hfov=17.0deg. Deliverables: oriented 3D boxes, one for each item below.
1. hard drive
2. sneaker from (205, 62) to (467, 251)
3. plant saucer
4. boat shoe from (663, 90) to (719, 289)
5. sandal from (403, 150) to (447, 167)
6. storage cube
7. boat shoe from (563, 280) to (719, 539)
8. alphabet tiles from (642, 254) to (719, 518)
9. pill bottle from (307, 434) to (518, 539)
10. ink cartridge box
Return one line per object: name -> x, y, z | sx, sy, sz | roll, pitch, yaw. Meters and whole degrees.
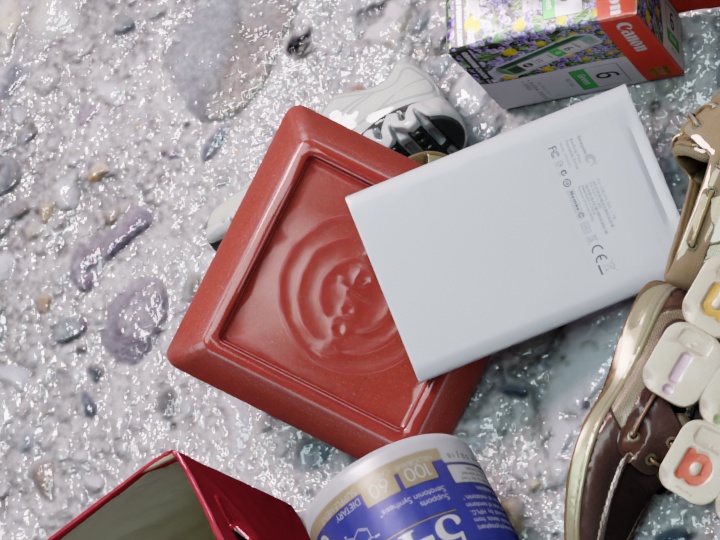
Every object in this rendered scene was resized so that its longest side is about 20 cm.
hard drive -> 0.107, -0.024, 1.594 | 0.200, 0.025, 0.132 | -22, 86, 0
sneaker -> -0.023, -0.074, 1.706 | 0.200, 0.075, 0.081 | -30, 52, 7
plant saucer -> -0.003, 0.016, 1.625 | 0.200, 0.037, 0.200 | 26, 87, 3
boat shoe -> 0.237, -0.081, 1.564 | 0.064, 0.071, 0.200 | 11, 71, -3
sandal -> 0.000, 0.000, 1.671 | 0.080, 0.054, 0.200 | 44, 88, 3
storage cube -> -0.111, 0.249, 1.568 | 0.200, 0.180, 0.171 | -39, 61, 10
boat shoe -> 0.189, 0.105, 1.540 | 0.072, 0.072, 0.200 | 14, 73, 29
alphabet tiles -> 0.283, 0.077, 1.500 | 0.200, 0.015, 0.196 | 30, 86, 10
pill bottle -> 0.058, 0.216, 1.525 | 0.120, 0.120, 0.200 | -34, 62, 11
ink cartridge box -> 0.168, -0.165, 1.618 | 0.200, 0.109, 0.050 | -9, 69, 22
